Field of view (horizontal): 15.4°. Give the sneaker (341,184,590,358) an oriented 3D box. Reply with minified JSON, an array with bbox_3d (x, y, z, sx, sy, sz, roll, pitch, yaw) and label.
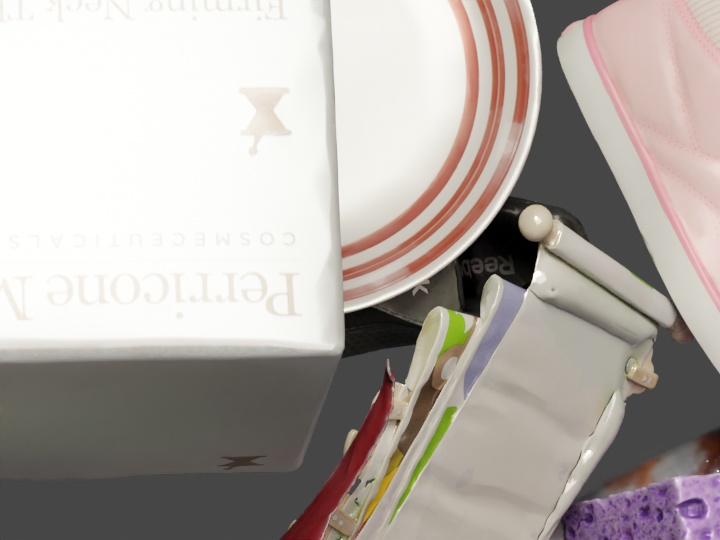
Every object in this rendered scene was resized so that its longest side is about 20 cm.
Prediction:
[{"bbox_3d":[0.000,0.000,1.017,0.199,0.090,0.067,-6,81,-19],"label":"sneaker"}]

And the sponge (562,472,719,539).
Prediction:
[{"bbox_3d":[0.192,0.092,1.051,0.198,0.112,0.030,-4,80,-19],"label":"sponge"}]

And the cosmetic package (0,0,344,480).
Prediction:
[{"bbox_3d":[-0.096,-0.045,0.879,0.166,0.166,0.202,-1,74,-7],"label":"cosmetic package"}]

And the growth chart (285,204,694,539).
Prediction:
[{"bbox_3d":[0.043,0.072,0.999,0.201,0.018,0.145,-55,137,-4],"label":"growth chart"}]

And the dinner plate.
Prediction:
[{"bbox_3d":[-0.031,-0.076,0.994,0.198,0.024,0.202,2,72,-5],"label":"dinner plate"}]

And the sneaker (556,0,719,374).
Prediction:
[{"bbox_3d":[0.165,-0.034,1.053,0.104,0.075,0.201,-31,76,20],"label":"sneaker"}]

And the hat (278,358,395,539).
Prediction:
[{"bbox_3d":[-0.076,0.152,0.941,0.198,0.166,0.177,-6,68,0],"label":"hat"}]
